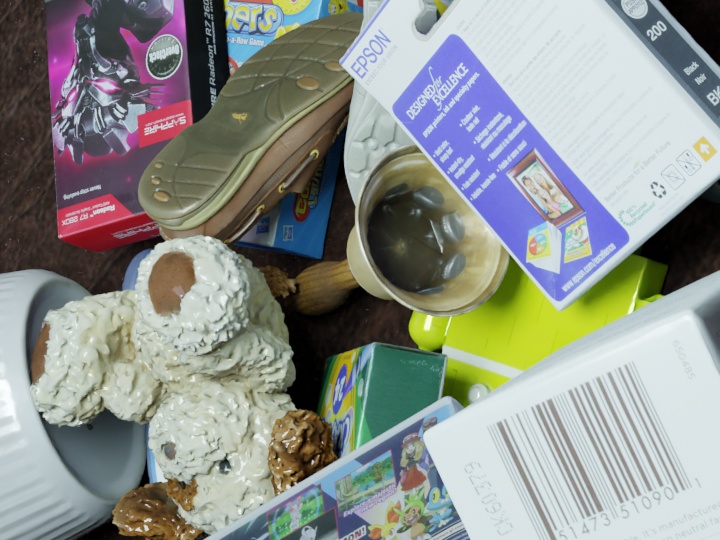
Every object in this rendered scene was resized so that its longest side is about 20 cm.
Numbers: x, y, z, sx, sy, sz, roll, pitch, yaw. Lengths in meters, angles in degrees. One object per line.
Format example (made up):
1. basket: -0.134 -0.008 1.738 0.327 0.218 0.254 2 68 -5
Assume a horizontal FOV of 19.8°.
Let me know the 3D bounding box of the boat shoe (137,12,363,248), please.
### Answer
1. boat shoe: -0.055 -0.085 1.301 0.072 0.068 0.200 29 65 38

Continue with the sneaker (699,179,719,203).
1. sneaker: 0.195 -0.080 1.170 0.199 0.106 0.075 25 96 35

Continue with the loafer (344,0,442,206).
1. loafer: 0.029 -0.115 1.266 0.069 0.070 0.201 12 126 7

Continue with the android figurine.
1. android figurine: 0.110 0.040 1.249 0.181 0.041 0.202 19 91 35

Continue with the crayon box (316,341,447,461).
1. crayon box: -0.001 0.150 1.249 0.126 0.051 0.202 154 126 -74

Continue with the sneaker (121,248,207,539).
1. sneaker: -0.104 0.076 1.374 0.082 0.074 0.202 -21 75 24

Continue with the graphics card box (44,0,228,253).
1. graphics card box: -0.149 -0.124 1.382 0.125 0.051 0.202 -13 73 33

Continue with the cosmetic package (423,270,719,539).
1. cosmetic package: 0.167 0.105 1.075 0.164 0.200 0.166 -27 88 29

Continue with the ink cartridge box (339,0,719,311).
1. ink cartridge box: 0.099 -0.098 1.131 0.200 0.043 0.198 48 146 3

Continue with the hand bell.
1. hand bell: 0.000 0.000 1.287 0.200 0.103 0.105 -29 63 59

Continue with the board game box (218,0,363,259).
1. board game box: -0.100 -0.120 1.412 0.199 0.056 0.198 9 87 35

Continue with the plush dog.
1. plush dog: -0.088 0.083 1.264 0.199 0.160 0.173 -26 74 42

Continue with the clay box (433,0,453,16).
1. clay box: 0.097 -0.155 1.160 0.114 0.201 0.048 2 38 49

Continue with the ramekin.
1. ramekin: -0.221 0.093 1.380 0.094 0.202 0.204 -18 71 19

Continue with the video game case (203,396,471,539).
1. video game case: -0.014 0.184 1.098 0.199 0.023 0.183 -32 40 22
